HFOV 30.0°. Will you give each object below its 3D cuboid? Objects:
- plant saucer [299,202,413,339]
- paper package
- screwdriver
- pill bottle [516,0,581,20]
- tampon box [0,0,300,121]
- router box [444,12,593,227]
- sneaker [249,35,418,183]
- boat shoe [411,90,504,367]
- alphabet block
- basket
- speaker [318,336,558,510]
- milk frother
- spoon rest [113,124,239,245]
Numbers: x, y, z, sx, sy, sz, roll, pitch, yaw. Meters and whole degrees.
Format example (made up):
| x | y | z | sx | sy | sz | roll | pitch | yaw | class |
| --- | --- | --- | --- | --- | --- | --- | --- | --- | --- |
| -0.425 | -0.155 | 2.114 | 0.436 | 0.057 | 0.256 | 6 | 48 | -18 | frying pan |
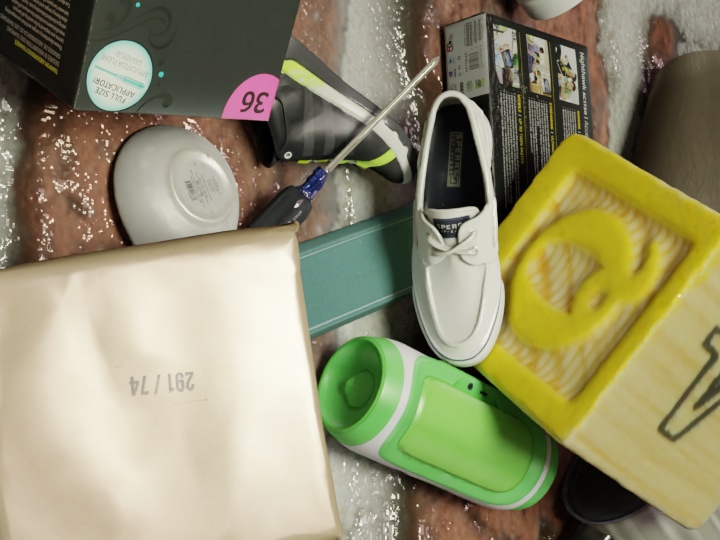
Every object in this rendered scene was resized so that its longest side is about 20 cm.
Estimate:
| x | y | z | sx | sy | sz | roll | pitch | yaw | class |
| --- | --- | --- | --- | --- | --- | --- | --- | --- | --- |
| 0.000 | 0.000 | 1.021 | 0.199 | 0.019 | 0.071 | -21 | 97 | -43 | plant saucer |
| -0.126 | 0.082 | 0.781 | 0.197 | 0.103 | 0.194 | -9 | 89 | -21 | paper package |
| -0.016 | -0.084 | 0.952 | 0.029 | 0.028 | 0.201 | 41 | 86 | -14 | screwdriver |
| 0.122 | -0.313 | 1.125 | 0.200 | 0.111 | 0.113 | 47 | 54 | -28 | pill bottle |
| -0.120 | -0.207 | 0.808 | 0.149 | 0.126 | 0.202 | -3 | 117 | -43 | tampon box |
| 0.140 | -0.103 | 1.147 | 0.148 | 0.051 | 0.203 | 7 | 79 | -45 | router box |
| -0.043 | -0.107 | 0.980 | 0.199 | 0.072 | 0.083 | 36 | 89 | -35 | sneaker |
| 0.066 | -0.032 | 0.988 | 0.065 | 0.072 | 0.203 | 30 | 54 | -76 | boat shoe |
| 0.213 | 0.047 | 1.043 | 0.199 | 0.195 | 0.197 | 34 | 93 | -39 | alphabet block |
| 0.325 | -0.094 | 1.259 | 0.136 | 0.178 | 0.202 | 54 | 40 | -48 | basket |
| 0.061 | 0.118 | 1.013 | 0.199 | 0.088 | 0.090 | 28 | 64 | -37 | speaker |
| 0.282 | 0.252 | 1.124 | 0.189 | 0.199 | 0.181 | 51 | 57 | -24 | milk frother |
| -0.107 | -0.003 | 0.901 | 0.099 | 0.060 | 0.202 | -11 | 78 | -45 | spoon rest |
